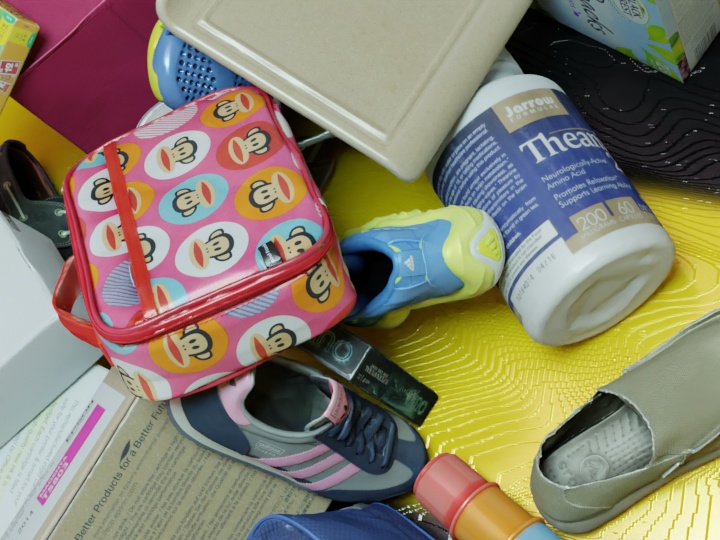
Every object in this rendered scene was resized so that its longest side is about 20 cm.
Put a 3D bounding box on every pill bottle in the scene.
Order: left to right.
[{"bbox_3d":[0.112,-0.059,0.951,0.111,0.111,0.200,-35,63,8],"label":"pill bottle"}]

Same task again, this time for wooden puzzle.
[{"bbox_3d":[-0.005,-0.177,0.923,0.199,0.037,0.185,34,70,-2],"label":"wooden puzzle"}]

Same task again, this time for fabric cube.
[{"bbox_3d":[-0.181,-0.216,1.078,0.200,0.199,0.197,-38,61,6],"label":"fabric cube"}]

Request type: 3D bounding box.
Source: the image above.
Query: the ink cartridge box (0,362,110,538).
[{"bbox_3d":[-0.229,0.132,1.041,0.199,0.083,0.146,22,81,28],"label":"ink cartridge box"}]

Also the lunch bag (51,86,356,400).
[{"bbox_3d":[-0.107,-0.016,0.870,0.175,0.082,0.200,-24,40,-1],"label":"lunch bag"}]

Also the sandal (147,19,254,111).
[{"bbox_3d":[-0.054,-0.167,0.957,0.200,0.080,0.087,-36,44,-25],"label":"sandal"}]

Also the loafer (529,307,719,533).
[{"bbox_3d":[0.188,0.091,0.892,0.200,0.068,0.076,-41,62,5],"label":"loafer"}]

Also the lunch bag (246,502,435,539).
[{"bbox_3d":[0.021,0.238,0.872,0.200,0.132,0.136,35,108,31],"label":"lunch bag"}]

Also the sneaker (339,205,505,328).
[{"bbox_3d":[0.000,0.000,0.937,0.200,0.105,0.076,-23,79,54],"label":"sneaker"}]

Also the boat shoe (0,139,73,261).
[{"bbox_3d":[-0.239,-0.026,1.107,0.068,0.072,0.200,-48,60,5],"label":"boat shoe"}]

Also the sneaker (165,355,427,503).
[{"bbox_3d":[-0.021,0.100,0.901,0.082,0.199,0.071,-24,55,47],"label":"sneaker"}]

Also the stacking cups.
[{"bbox_3d":[0.117,0.189,0.901,0.061,0.060,0.200,-49,57,0],"label":"stacking cups"}]

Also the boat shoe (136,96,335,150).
[{"bbox_3d":[-0.064,-0.109,0.997,0.199,0.070,0.071,-10,91,0],"label":"boat shoe"}]

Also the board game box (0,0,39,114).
[{"bbox_3d":[-0.293,-0.097,0.975,0.095,0.030,0.201,35,106,35],"label":"board game box"}]

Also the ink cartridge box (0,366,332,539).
[{"bbox_3d":[-0.136,0.179,0.932,0.201,0.165,0.075,-57,25,-9],"label":"ink cartridge box"}]

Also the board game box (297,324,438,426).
[{"bbox_3d":[-0.051,0.032,0.974,0.200,0.135,0.028,31,86,28],"label":"board game box"}]

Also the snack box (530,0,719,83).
[{"bbox_3d":[0.148,-0.225,0.945,0.168,0.200,0.068,33,86,28],"label":"snack box"}]

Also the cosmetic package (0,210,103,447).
[{"bbox_3d":[-0.283,0.066,0.994,0.200,0.081,0.113,-39,62,5],"label":"cosmetic package"}]

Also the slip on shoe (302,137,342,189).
[{"bbox_3d":[-0.049,-0.113,1.070,0.201,0.076,0.061,-59,22,4],"label":"slip on shoe"}]
